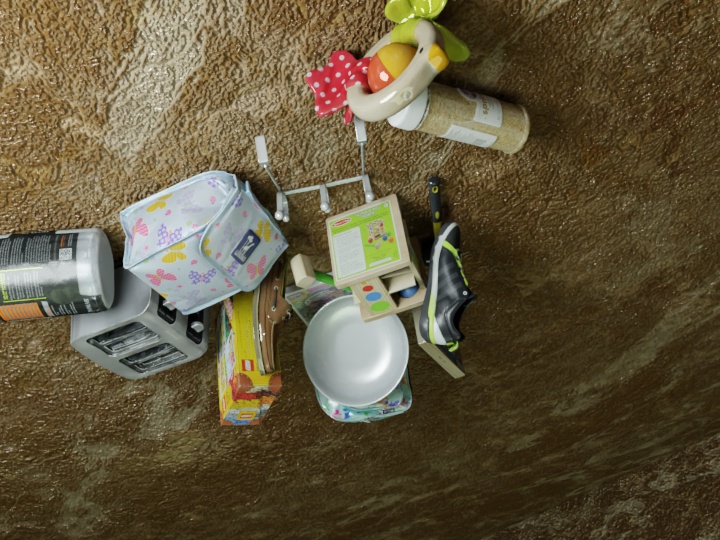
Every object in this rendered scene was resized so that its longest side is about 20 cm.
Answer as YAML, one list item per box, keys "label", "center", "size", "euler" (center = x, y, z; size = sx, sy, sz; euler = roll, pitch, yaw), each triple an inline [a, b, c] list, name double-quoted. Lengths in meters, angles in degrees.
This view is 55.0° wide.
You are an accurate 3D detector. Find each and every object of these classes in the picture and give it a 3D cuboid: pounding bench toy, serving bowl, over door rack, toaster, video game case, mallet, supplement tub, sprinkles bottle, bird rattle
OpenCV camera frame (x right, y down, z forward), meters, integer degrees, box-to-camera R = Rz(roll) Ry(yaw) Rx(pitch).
- label: "pounding bench toy"
  center: [0.000, 0.000, 1.133]
  size: [0.195, 0.127, 0.157]
  euler: [-18, 147, 11]
- label: "serving bowl"
  center: [-0.009, 0.144, 1.284]
  size: [0.194, 0.207, 0.066]
  euler: [-11, -177, 0]
- label: "over door rack"
  center: [-0.056, -0.124, 0.952]
  size: [0.143, 0.069, 0.201]
  euler: [-12, 161, 0]
- label: "toaster"
  center: [-0.368, 0.077, 1.142]
  size: [0.195, 0.121, 0.182]
  euler: [-19, 145, 12]
- label: "video game case"
  center: [-0.049, 0.067, 1.315]
  size: [0.139, 0.018, 0.201]
  euler: [-18, 146, 9]
- label: "mallet"
  center: [0.136, -0.080, 1.141]
  size: [0.064, 0.042, 0.203]
  euler: [-9, 142, -5]
- label: "supplement tub"
  center: [-0.468, 0.007, 1.005]
  size: [0.193, 0.125, 0.124]
  euler: [-5, 147, -9]
- label: "sprinkles bottle"
  center: [0.132, -0.207, 0.920]
  size: [0.195, 0.070, 0.069]
  euler: [7, 143, -27]
- label: "bird rattle"
  center: [0.027, -0.233, 0.781]
  size: [0.197, 0.165, 0.113]
  euler: [-30, 125, 12]

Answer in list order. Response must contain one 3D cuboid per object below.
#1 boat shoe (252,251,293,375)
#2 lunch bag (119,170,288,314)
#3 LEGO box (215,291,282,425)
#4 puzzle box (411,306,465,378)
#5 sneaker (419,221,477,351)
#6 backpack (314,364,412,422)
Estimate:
- label: "boat shoe"
  center: [-0.141, 0.064, 1.119]
  size: [0.066, 0.207, 0.072]
  euler: [-3, 170, -7]
- label: "lunch bag"
  center: [-0.222, -0.041, 1.010]
  size: [0.195, 0.130, 0.170]
  euler: [-23, 148, 6]
- label: "LEGO box"
  center: [-0.201, 0.144, 1.216]
  size: [0.075, 0.205, 0.150]
  euler: [4, 144, -23]
- label: "puzzle box"
  center: [0.148, 0.113, 1.337]
  size: [0.025, 0.136, 0.200]
  euler: [-21, 147, 18]
- label: "sneaker"
  center: [0.151, 0.026, 1.101]
  size: [0.081, 0.207, 0.071]
  euler: [7, 171, 25]
- label: "backpack"
  center: [0.001, 0.215, 1.390]
  size: [0.193, 0.183, 0.151]
  euler: [-10, 167, 5]
